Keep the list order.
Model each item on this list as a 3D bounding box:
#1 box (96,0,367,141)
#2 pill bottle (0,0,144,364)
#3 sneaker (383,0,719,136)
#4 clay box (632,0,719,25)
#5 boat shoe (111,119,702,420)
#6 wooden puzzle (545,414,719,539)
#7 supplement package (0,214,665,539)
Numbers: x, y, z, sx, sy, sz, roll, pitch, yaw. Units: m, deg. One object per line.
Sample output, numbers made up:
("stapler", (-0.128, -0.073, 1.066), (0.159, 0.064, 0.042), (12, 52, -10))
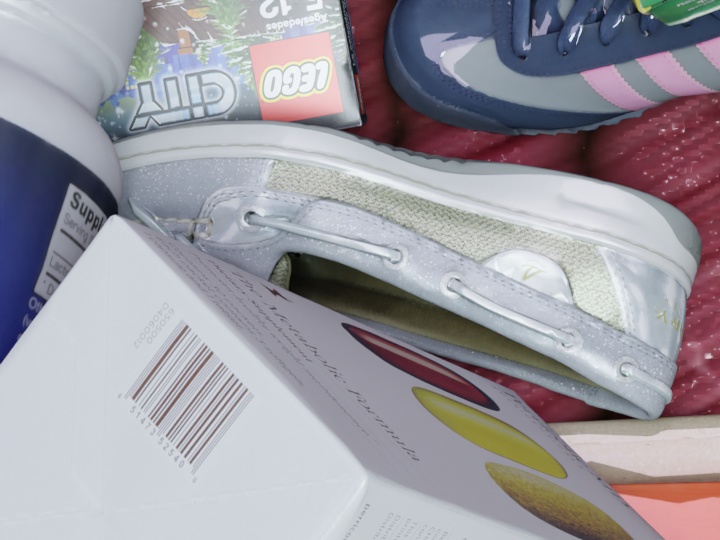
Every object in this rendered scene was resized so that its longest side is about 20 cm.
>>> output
("box", (-0.107, -0.096, 0.943), (0.200, 0.038, 0.137), (-10, 93, 4))
("pill bottle", (-0.135, -0.001, 0.851), (0.116, 0.116, 0.200), (12, 72, 12))
("sneaker", (0.102, -0.089, 0.915), (0.200, 0.082, 0.070), (-6, 72, 6))
("clay box", (0.115, -0.136, 0.883), (0.115, 0.200, 0.048), (-21, 112, 0))
("boat shoe", (0.001, 0.001, 0.902), (0.202, 0.074, 0.065), (9, 69, 8))
("wooden puzzle", (0.124, 0.128, 0.857), (0.200, 0.037, 0.185), (-5, 70, 7))
("supplement package", (-0.008, 0.082, 0.784), (0.110, 0.200, 0.114), (-52, 55, 9))
